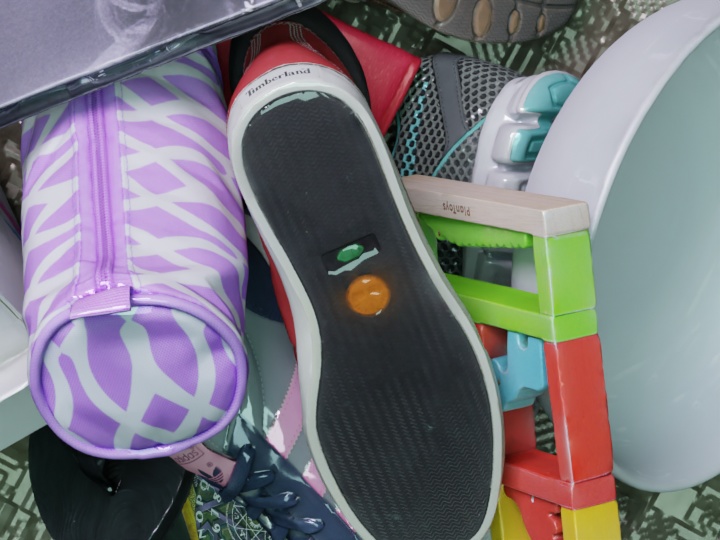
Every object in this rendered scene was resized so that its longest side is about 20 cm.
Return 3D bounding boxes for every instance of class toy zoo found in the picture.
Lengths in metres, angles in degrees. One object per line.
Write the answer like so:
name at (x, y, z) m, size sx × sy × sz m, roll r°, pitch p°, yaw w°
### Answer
toy zoo at (0.054, 0.069, 1.066) m, size 0.020 × 0.131 × 0.201 m, roll -11°, pitch 100°, yaw -25°

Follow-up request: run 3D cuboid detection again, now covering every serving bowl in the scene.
serving bowl at (0.121, -0.018, 1.119) m, size 0.066 × 0.200 × 0.201 m, roll 22°, pitch 97°, yaw 37°

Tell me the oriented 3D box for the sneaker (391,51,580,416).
sneaker at (0.035, 0.001, 1.165) m, size 0.091 × 0.077 × 0.201 m, roll 28°, pitch 114°, yaw 34°

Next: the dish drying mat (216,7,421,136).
dish drying mat at (-0.081, -0.092, 1.115) m, size 0.199 × 0.018 × 0.077 m, roll 25°, pitch 109°, yaw -11°

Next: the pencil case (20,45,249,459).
pencil case at (-0.084, -0.025, 1.029) m, size 0.084 × 0.200 × 0.086 m, roll -10°, pitch 133°, yaw -2°

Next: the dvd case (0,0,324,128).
dvd case at (-0.104, -0.154, 1.050) m, size 0.148 × 0.016 × 0.201 m, roll -21°, pitch 59°, yaw 7°

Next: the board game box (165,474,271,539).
board game box at (-0.035, 0.127, 1.166) m, size 0.135 × 0.028 × 0.201 m, roll -6°, pitch 97°, yaw 27°

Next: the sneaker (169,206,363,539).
sneaker at (-0.035, 0.077, 1.089) m, size 0.070 × 0.082 × 0.200 m, roll -35°, pitch 82°, yaw 44°

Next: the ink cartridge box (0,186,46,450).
ink cartridge box at (-0.201, 0.000, 1.089) m, size 0.128 × 0.125 × 0.200 m, roll -29°, pitch 64°, yaw 3°

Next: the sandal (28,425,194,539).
sandal at (-0.100, 0.020, 1.143) m, size 0.075 × 0.048 × 0.201 m, roll 1°, pitch 77°, yaw 28°

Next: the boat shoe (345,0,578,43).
boat shoe at (0.002, -0.141, 1.126) m, size 0.199 × 0.072 × 0.076 m, roll 15°, pitch 95°, yaw -34°

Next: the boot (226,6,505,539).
boot at (0.000, 0.000, 1.067) m, size 0.072 × 0.144 × 0.201 m, roll -17°, pitch 110°, yaw 1°
